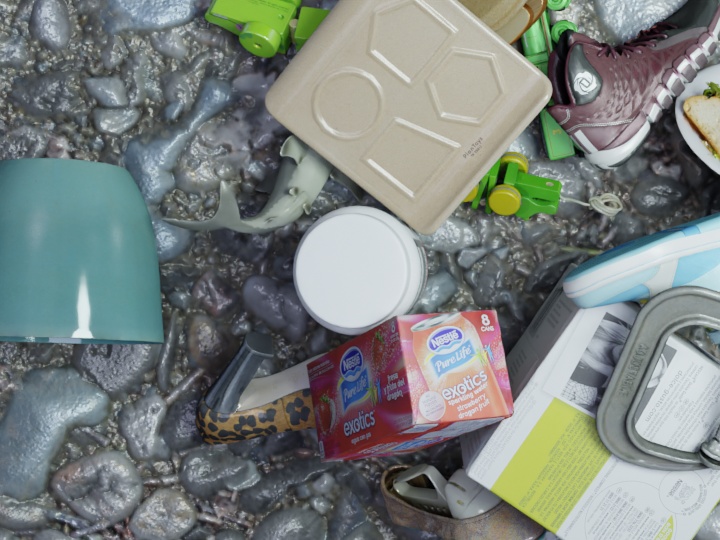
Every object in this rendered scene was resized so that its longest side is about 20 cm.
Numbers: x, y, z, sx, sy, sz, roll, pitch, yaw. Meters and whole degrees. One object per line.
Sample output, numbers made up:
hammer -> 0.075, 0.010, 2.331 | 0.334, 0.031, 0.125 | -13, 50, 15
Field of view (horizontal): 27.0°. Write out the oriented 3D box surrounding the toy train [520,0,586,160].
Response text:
toy train -> 0.178, -0.199, 1.400 | 0.056, 0.042, 0.201 | -12, 96, 15

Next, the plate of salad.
plate of salad -> 0.379, -0.132, 1.328 | 0.199, 0.201, 0.048 | 11, 134, 2

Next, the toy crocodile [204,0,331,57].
toy crocodile -> -0.048, -0.221, 1.399 | 0.199, 0.062, 0.068 | 15, 66, 9

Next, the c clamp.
c clamp -> 0.286, 0.091, 1.204 | 0.170, 0.027, 0.201 | 21, 119, -6

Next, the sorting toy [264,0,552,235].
sorting toy -> 0.042, -0.159, 1.351 | 0.200, 0.037, 0.185 | 39, 105, -8

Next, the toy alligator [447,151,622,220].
toy alligator -> 0.143, -0.071, 1.411 | 0.199, 0.060, 0.054 | 18, 137, 2

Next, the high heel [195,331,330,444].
high heel -> -0.055, 0.144, 1.457 | 0.199, 0.072, 0.143 | 24, 127, -16

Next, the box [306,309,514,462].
box -> 0.038, 0.103, 1.313 | 0.099, 0.200, 0.096 | -2, 76, -26

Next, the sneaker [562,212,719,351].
sneaker -> 0.272, 0.029, 1.219 | 0.199, 0.080, 0.131 | -17, 93, -5

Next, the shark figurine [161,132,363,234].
shark figurine -> -0.083, -0.077, 1.399 | 0.089, 0.215, 0.129 | -3, 129, 43

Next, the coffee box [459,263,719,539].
coffee box -> 0.225, 0.136, 1.353 | 0.197, 0.200, 0.201 | 34, 96, -1

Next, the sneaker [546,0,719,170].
sneaker -> 0.241, -0.199, 1.353 | 0.115, 0.076, 0.200 | 39, 81, -14

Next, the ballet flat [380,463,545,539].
ballet flat -> 0.085, 0.213, 1.382 | 0.068, 0.199, 0.068 | -37, 112, -35

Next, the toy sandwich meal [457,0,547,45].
toy sandwich meal -> 0.092, -0.292, 1.372 | 0.204, 0.070, 0.207 | 3, 97, 27

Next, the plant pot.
plant pot -> -0.276, -0.016, 1.376 | 0.199, 0.201, 0.162 | 2, 85, 3

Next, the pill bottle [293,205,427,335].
pill bottle -> 0.000, 0.000, 1.347 | 0.113, 0.200, 0.115 | 0, 90, 6
